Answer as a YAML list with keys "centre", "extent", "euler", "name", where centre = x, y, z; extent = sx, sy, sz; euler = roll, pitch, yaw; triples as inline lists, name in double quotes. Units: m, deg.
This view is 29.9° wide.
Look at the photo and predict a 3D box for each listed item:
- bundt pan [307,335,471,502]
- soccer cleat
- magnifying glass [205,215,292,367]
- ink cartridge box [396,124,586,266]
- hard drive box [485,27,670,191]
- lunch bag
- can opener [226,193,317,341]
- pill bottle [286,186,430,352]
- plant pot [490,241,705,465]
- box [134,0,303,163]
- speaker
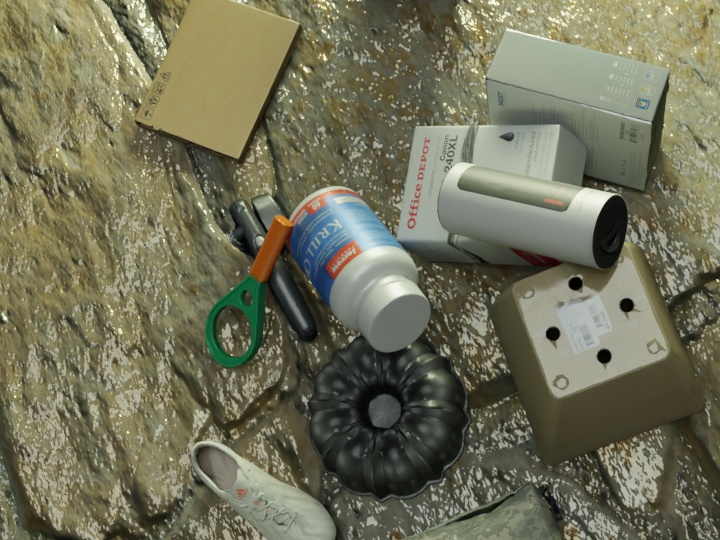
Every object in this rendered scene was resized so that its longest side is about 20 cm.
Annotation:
- centre: [0.026, 0.163, 1.565]
  extent: [0.199, 0.076, 0.205]
  euler: [-3, 74, 12]
  name: "bundt pan"
- centre: [-0.118, 0.264, 1.563]
  extent: [0.198, 0.078, 0.070]
  euler: [30, 82, 18]
  name: "soccer cleat"
- centre: [-0.131, 0.026, 1.620]
  extent: [0.079, 0.022, 0.202]
  euler: [36, 114, 26]
  name: "magnifying glass"
- centre: [0.150, -0.088, 1.570]
  extent: [0.198, 0.083, 0.148]
  euler: [3, 77, 34]
  name: "ink cartridge box"
- centre: [0.252, -0.186, 1.573]
  extent: [0.197, 0.156, 0.078]
  euler: [17, 68, 15]
  name: "hard drive box"
- centre: [0.141, 0.338, 1.453]
  extent: [0.198, 0.139, 0.170]
  euler: [-23, 71, 3]
  name: "lunch bag"
- centre: [-0.105, -0.004, 1.648]
  extent: [0.078, 0.063, 0.202]
  euler: [-27, 70, 2]
  name: "can opener"
- centre: [0.000, 0.000, 1.567]
  extent: [0.112, 0.113, 0.200]
  euler: [-38, 47, -1]
  name: "pill bottle"
- centre: [0.258, 0.076, 1.487]
  extent: [0.197, 0.177, 0.202]
  euler: [-20, 70, 4]
  name: "plant pot"
- centre: [-0.186, -0.256, 1.762]
  extent: [0.162, 0.021, 0.202]
  euler: [21, 79, 17]
  name: "box"
- centre: [0.184, -0.059, 1.439]
  extent: [0.198, 0.081, 0.082]
  euler: [16, 77, 37]
  name: "speaker"
